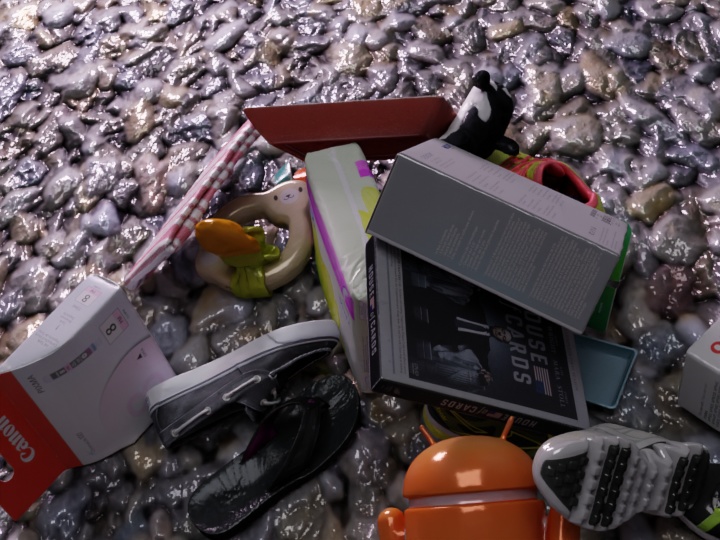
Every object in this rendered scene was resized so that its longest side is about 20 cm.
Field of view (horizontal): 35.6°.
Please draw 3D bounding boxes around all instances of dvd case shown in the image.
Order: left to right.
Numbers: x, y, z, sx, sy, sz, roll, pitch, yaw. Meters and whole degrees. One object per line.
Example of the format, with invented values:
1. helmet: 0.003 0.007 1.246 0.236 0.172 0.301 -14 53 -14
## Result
1. dvd case: 0.098 0.057 0.951 0.200 0.025 0.151 16 48 -21

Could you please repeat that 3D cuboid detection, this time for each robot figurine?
1. robot figurine: 0.095 0.219 0.890 0.116 0.144 0.201 2 76 -27

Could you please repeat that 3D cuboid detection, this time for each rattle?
1. rattle: -0.106 -0.082 1.191 0.130 0.143 0.200 15 61 40

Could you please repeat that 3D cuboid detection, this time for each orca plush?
1. orca plush: 0.132 -0.144 1.140 0.071 0.105 0.200 22 17 11

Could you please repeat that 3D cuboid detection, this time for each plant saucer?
1. plant saucer: 0.001 -0.141 1.164 0.199 0.200 0.037 -1 88 12
2. plant saucer: 0.159 0.080 1.075 0.200 0.019 0.070 16 57 23

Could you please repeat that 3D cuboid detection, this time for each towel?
1. towel: -0.175 -0.070 1.205 0.030 0.146 0.200 37 61 -11

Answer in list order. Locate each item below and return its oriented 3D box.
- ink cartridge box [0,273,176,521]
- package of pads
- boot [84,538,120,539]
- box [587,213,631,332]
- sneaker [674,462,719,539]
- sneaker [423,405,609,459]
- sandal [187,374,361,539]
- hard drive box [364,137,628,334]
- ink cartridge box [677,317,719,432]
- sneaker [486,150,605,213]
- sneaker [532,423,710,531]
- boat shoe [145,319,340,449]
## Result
1. ink cartridge box: -0.270 0.127 1.041 0.057 0.163 0.200 19 58 31
2. package of pads: 0.000 0.000 1.086 0.068 0.155 0.200 -13 49 -8
3. boot: -0.199 0.339 0.929 0.188 0.069 0.200 21 64 12
4. box: 0.155 -0.017 1.094 0.200 0.118 0.048 17 13 23
5. sneaker: 0.344 0.193 0.899 0.200 0.083 0.072 19 57 25
6. sneaker: 0.143 0.136 0.990 0.200 0.085 0.075 13 56 22
7. sandal: -0.075 0.167 1.037 0.075 0.048 0.200 34 66 33
8. hard drive box: 0.124 -0.037 0.978 0.200 0.077 0.156 26 17 10
9. ink cartridge box: 0.396 0.102 0.956 0.144 0.084 0.200 -38 53 -24
10. sneaker: 0.183 -0.090 1.159 0.078 0.090 0.200 -41 53 -18
11. sneaker: 0.189 0.153 0.873 0.081 0.200 0.075 25 99 44
12. boat shoe: -0.105 0.112 1.075 0.200 0.072 0.068 -23 69 -5
